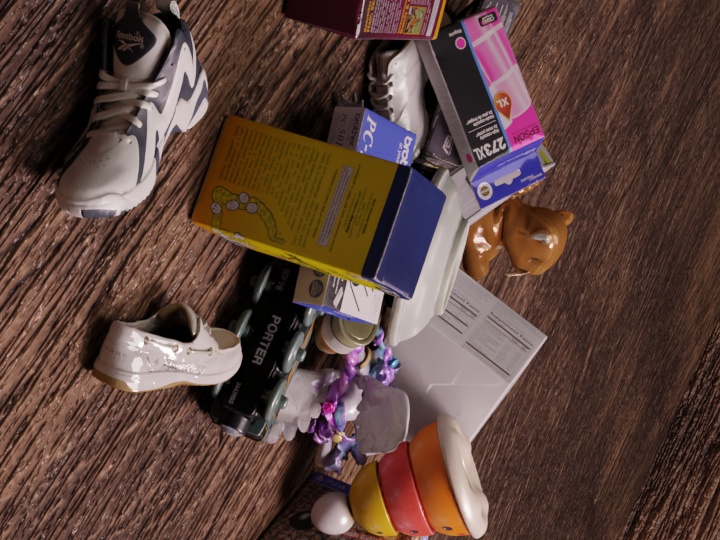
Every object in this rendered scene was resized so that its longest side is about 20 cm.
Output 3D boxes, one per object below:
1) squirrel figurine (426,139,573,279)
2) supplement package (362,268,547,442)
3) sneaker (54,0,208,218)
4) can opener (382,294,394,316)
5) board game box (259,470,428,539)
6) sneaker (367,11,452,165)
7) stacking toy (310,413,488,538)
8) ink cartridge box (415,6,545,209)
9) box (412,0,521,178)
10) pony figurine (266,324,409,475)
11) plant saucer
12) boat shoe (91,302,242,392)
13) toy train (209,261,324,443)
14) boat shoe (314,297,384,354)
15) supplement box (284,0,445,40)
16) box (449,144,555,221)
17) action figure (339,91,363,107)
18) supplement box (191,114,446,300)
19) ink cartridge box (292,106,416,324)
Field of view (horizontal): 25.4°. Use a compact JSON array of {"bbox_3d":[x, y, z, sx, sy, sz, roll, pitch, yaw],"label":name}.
[{"bbox_3d":[0.168,-0.086,1.962,0.141,0.185,0.202,-27,131,-59],"label":"squirrel figurine"},{"bbox_3d":[0.101,0.120,1.924,0.111,0.155,0.201,-45,169,-46],"label":"supplement package"},{"bbox_3d":[-0.187,-0.142,1.265,0.199,0.079,0.130,-51,148,-41],"label":"sneaker"},{"bbox_3d":[0.020,0.017,1.850,0.200,0.063,0.079,76,10,-75],"label":"can opener"},{"bbox_3d":[-0.034,0.355,1.868,0.200,0.158,0.097,-47,147,-45],"label":"board game box"},{"bbox_3d":[0.036,-0.201,1.755,0.087,0.074,0.202,13,90,-53],"label":"sneaker"},{"bbox_3d":[0.038,0.260,1.840,0.146,0.198,0.147,-18,90,-81],"label":"stacking toy"},{"bbox_3d":[0.138,-0.177,1.739,0.094,0.037,0.201,-26,101,-23],"label":"ink cartridge box"},{"bbox_3d":[0.114,-0.210,1.838,0.161,0.049,0.201,179,-68,-80],"label":"box"},{"bbox_3d":[-0.018,0.142,1.791,0.201,0.165,0.194,92,11,-53],"label":"pony figurine"},{"bbox_3d":[0.080,-0.009,1.722,0.200,0.050,0.202,17,90,-84],"label":"plant saucer"},{"bbox_3d":[-0.166,0.065,1.471,0.200,0.070,0.070,-8,116,-63],"label":"boat shoe"},{"bbox_3d":[-0.094,0.083,1.638,0.114,0.085,0.201,95,17,-71],"label":"toy train"},{"bbox_3d":[0.000,0.000,1.712,0.075,0.068,0.201,39,54,-20],"label":"boat shoe"},{"bbox_3d":[0.014,-0.293,1.594,0.200,0.085,0.111,-15,121,-63],"label":"supplement box"},{"bbox_3d":[0.126,-0.089,1.862,0.199,0.060,0.117,-36,177,13],"label":"box"},{"bbox_3d":[-0.027,-0.100,1.670,0.200,0.069,0.131,-55,147,-41],"label":"action figure"},{"bbox_3d":[-0.038,-0.058,1.502,0.109,0.199,0.110,29,80,-66],"label":"supplement box"},{"bbox_3d":[-0.005,-0.055,1.601,0.094,0.044,0.202,20,79,-51],"label":"ink cartridge box"}]
